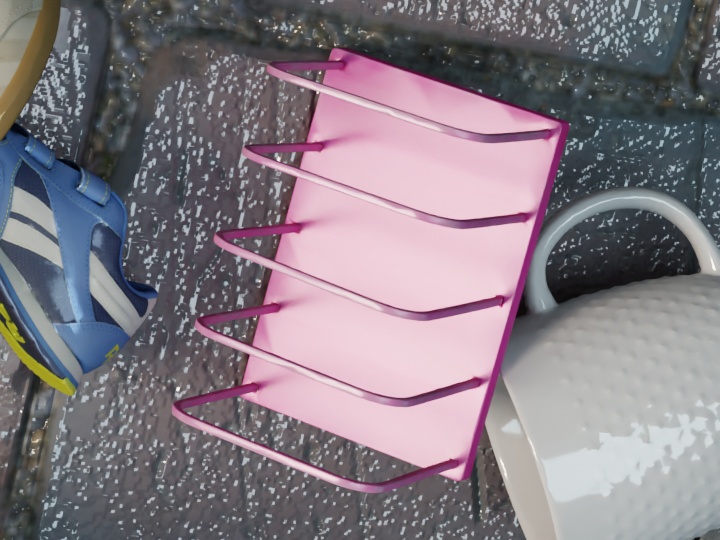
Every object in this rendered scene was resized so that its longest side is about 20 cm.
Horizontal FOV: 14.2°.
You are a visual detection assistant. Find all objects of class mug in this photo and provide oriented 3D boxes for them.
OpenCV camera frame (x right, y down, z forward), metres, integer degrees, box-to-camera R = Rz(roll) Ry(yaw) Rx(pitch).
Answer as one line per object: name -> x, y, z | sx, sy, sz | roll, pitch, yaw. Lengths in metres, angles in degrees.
mug -> 0.159, 0.053, 1.606 | 0.174, 0.148, 0.201 | -18, 90, -7

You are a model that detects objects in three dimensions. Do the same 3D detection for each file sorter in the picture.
file sorter -> 0.000, 0.000, 1.507 | 0.125, 0.138, 0.201 | -10, 118, -66

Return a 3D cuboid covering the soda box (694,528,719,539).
soda box -> 0.226, 0.182, 1.708 | 0.070, 0.063, 0.201 | 21, 100, 9

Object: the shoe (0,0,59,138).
shoe -> -0.176, -0.140, 1.413 | 0.053, 0.070, 0.201 | 26, 56, -20

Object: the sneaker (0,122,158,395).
sneaker -> -0.172, -0.036, 1.492 | 0.082, 0.074, 0.201 | -33, 119, -17
